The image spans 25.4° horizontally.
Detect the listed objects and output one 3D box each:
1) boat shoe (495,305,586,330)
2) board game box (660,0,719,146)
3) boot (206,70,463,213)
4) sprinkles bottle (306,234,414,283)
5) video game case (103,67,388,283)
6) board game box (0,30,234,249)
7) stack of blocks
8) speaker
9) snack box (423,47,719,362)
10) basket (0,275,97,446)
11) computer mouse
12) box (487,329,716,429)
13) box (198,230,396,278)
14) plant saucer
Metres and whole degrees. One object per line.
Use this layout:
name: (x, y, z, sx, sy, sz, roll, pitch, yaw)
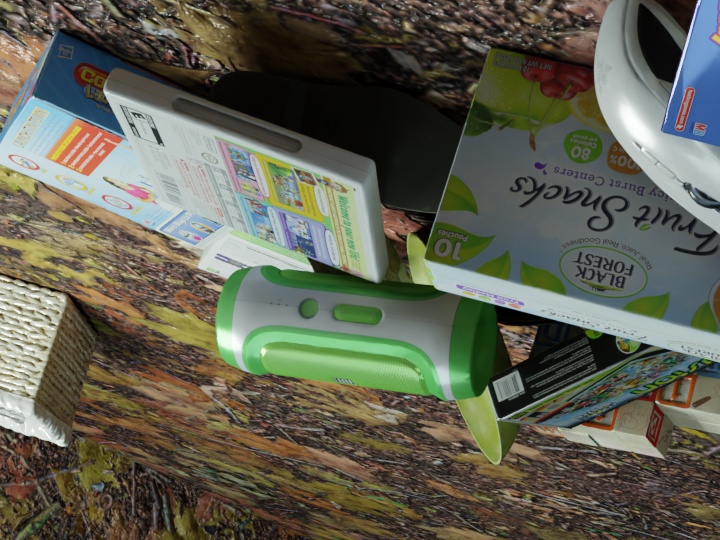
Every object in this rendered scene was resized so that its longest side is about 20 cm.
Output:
boat shoe: (0.178, 0.015, 1.200, 0.072, 0.066, 0.200, 33, 158, -34)
board game box: (0.209, -0.120, 0.645, 0.133, 0.045, 0.201, 16, 144, 9)
boot: (-0.001, -0.090, 1.085, 0.199, 0.074, 0.075, 18, -176, 13)
sprinkles bottle: (0.000, 0.000, 1.254, 0.068, 0.069, 0.201, 8, 145, 33)
video game case: (-0.070, -0.060, 1.081, 0.181, 0.022, 0.200, 21, 164, 10)
board game box: (-0.175, -0.094, 1.248, 0.195, 0.056, 0.200, 24, 163, -17)
stack of blocks: (0.237, 0.086, 1.282, 0.199, 0.116, 0.059, 8, 162, 29)
speaker: (-0.003, 0.045, 1.183, 0.198, 0.089, 0.088, 6, 161, 19)
snack box: (0.152, -0.037, 0.922, 0.198, 0.143, 0.053, 14, 163, 14)
basket: (-0.455, 0.107, 2.026, 0.197, 0.162, 0.200, 16, 163, 9)
computer mouse: (0.173, -0.052, 0.826, 0.201, 0.044, 0.110, 57, 161, 14)
box: (0.203, 0.062, 1.176, 0.199, 0.035, 0.110, -30, 155, 32)
box: (-0.061, -0.012, 1.434, 0.143, 0.037, 0.200, 21, 165, -9)
plant saucer: (0.088, 0.058, 1.298, 0.031, 0.201, 0.200, -20, 164, -6)
